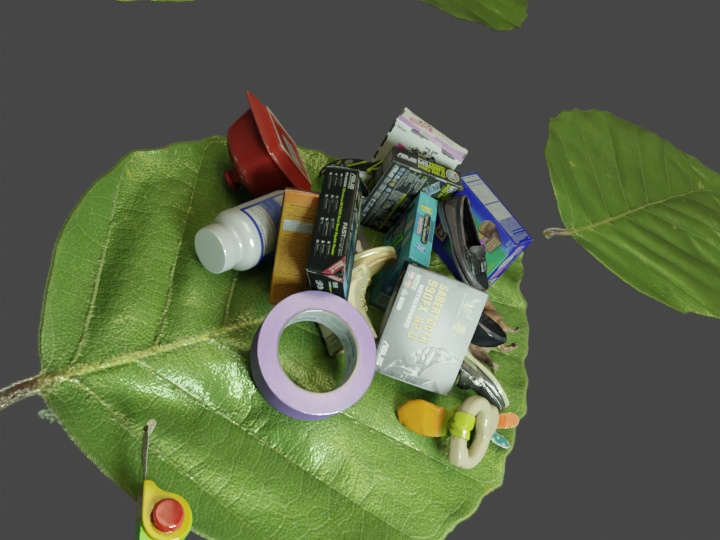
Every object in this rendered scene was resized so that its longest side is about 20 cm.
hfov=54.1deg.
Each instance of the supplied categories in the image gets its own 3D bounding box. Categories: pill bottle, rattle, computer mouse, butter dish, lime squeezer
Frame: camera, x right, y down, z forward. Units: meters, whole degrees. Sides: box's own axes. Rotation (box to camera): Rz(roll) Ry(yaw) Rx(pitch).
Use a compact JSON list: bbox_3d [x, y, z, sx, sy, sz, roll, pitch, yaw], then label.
[{"bbox_3d":[-0.197,-0.066,1.271,0.112,0.112,0.199,47,44,13],"label":"pill bottle"},{"bbox_3d":[0.180,0.277,1.269,0.199,0.142,0.132,-9,89,-56],"label":"rattle"},{"bbox_3d":[0.192,0.084,1.351,0.200,0.053,0.138,43,18,21],"label":"computer mouse"},{"bbox_3d":[-0.200,-0.209,1.383,0.200,0.147,0.201,49,14,-53],"label":"butter dish"},{"bbox_3d":[0.000,0.000,1.366,0.198,0.071,0.038,-25,66,-5],"label":"lime squeezer"}]

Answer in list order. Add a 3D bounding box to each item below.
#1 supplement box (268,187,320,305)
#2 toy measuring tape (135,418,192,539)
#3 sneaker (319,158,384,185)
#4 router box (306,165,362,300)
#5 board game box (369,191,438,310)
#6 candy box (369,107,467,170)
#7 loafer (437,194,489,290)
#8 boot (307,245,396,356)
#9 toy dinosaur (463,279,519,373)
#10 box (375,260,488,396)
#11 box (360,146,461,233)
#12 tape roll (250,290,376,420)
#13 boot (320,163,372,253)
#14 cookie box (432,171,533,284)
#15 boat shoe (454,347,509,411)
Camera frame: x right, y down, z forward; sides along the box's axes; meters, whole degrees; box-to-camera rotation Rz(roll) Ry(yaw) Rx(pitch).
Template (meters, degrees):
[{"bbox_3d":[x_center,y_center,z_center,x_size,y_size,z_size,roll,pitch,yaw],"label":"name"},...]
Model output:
[{"bbox_3d":[-0.115,-0.039,1.221,0.068,0.202,0.067,7,9,-7],"label":"supplement box"},{"bbox_3d":[-0.259,0.296,0.937,0.073,0.074,0.201,11,48,-25],"label":"toy measuring tape"},{"bbox_3d":[0.004,-0.193,1.515,0.198,0.077,0.076,7,37,21],"label":"sneaker"},{"bbox_3d":[-0.041,-0.053,1.211,0.061,0.150,0.202,7,67,4],"label":"router box"},{"bbox_3d":[0.088,-0.039,1.400,0.047,0.151,0.201,28,43,-13],"label":"board game box"},{"bbox_3d":[0.109,-0.221,1.542,0.167,0.201,0.072,34,38,0],"label":"candy box"},{"bbox_3d":[0.214,-0.053,1.396,0.072,0.063,0.202,-13,80,-54],"label":"loafer"},{"bbox_3d":[0.002,0.054,1.281,0.198,0.073,0.156,-24,66,-12],"label":"boot"},{"bbox_3d":[0.238,0.118,1.412,0.135,0.086,0.201,29,47,-8],"label":"toy dinosaur"},{"bbox_3d":[0.118,0.104,1.260,0.157,0.202,0.048,21,6,-8],"label":"box"},{"bbox_3d":[0.093,-0.152,1.469,0.159,0.200,0.045,17,50,-18],"label":"box"},{"bbox_3d":[-0.076,0.138,1.149,0.198,0.066,0.202,7,69,-18],"label":"tape roll"},{"bbox_3d":[-0.016,-0.105,1.408,0.200,0.132,0.070,49,42,14],"label":"boot"},{"bbox_3d":[0.243,-0.080,1.528,0.075,0.172,0.201,-16,61,-44],"label":"cookie box"},{"bbox_3d":[0.196,0.193,1.332,0.066,0.072,0.201,-39,87,-20],"label":"boat shoe"}]
